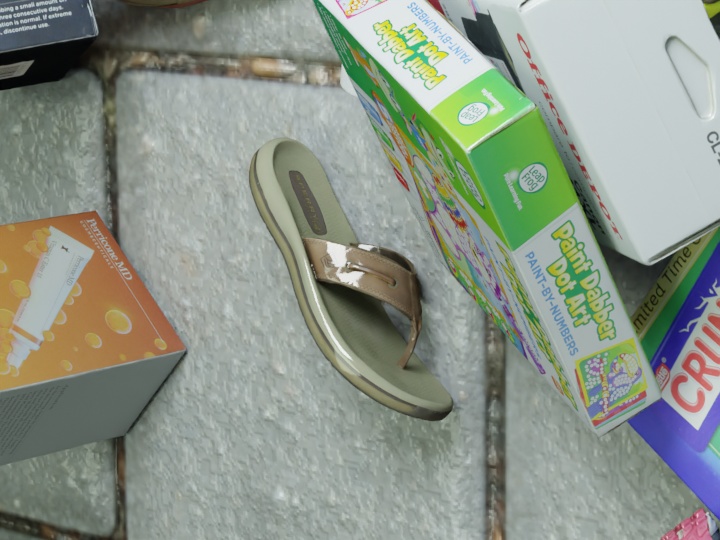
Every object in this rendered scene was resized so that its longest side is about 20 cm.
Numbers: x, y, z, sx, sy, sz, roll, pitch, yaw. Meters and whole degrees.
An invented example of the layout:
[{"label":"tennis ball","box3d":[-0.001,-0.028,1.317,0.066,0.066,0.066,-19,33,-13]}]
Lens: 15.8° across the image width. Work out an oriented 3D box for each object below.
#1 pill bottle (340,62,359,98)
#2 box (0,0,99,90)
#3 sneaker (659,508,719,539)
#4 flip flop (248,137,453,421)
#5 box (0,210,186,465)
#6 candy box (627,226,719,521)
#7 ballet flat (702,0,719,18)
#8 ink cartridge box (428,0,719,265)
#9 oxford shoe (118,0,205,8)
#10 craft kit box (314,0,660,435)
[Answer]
[{"label":"pill bottle","box3d":[0.041,-0.193,1.424,0.111,0.111,0.201,23,113,38]},{"label":"box","box3d":[-0.254,-0.219,1.633,0.200,0.123,0.199,162,97,-76]},{"label":"sneaker","box3d":[0.170,0.197,1.378,0.075,0.081,0.200,42,154,23]},{"label":"flip flop","box3d":[0.000,0.000,1.532,0.057,0.081,0.201,-36,67,26]},{"label":"box","box3d":[-0.234,0.049,1.663,0.125,0.199,0.098,54,128,20]},{"label":"candy box","box3d":[0.237,0.058,1.311,0.200,0.077,0.169,49,126,27]},{"label":"ballet flat","box3d":[0.145,-0.224,1.360,0.067,0.067,0.201,-23,83,64]},{"label":"ink cartridge box","box3d":[0.114,-0.097,1.298,0.146,0.083,0.200,62,173,-14]},{"label":"oxford shoe","box3d":[-0.092,-0.195,1.573,0.199,0.075,0.071,-16,87,43]},{"label":"craft kit box","box3d":[0.062,-0.042,1.320,0.198,0.048,0.200,46,167,52]}]
